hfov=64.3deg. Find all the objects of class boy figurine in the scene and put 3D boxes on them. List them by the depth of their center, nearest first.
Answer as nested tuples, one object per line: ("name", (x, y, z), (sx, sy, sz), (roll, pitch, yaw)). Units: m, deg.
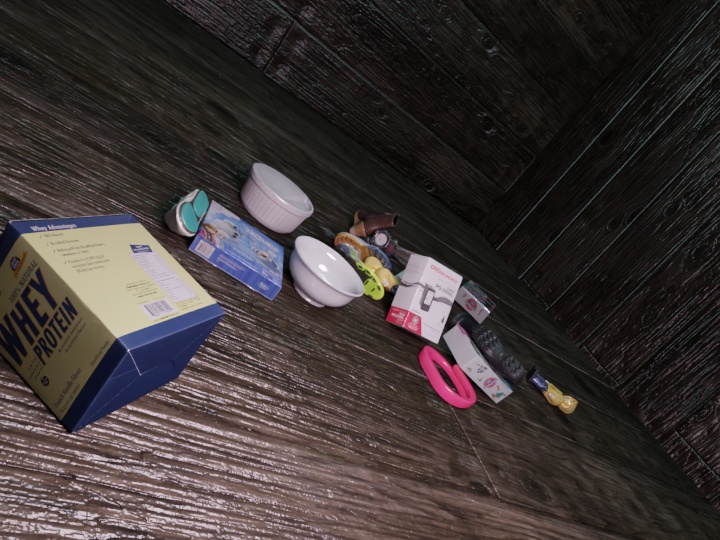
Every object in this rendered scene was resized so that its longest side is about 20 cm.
("boy figurine", (0.076, 0.038, 1.660), (0.200, 0.065, 0.124), (44, 4, 17))
("boy figurine", (0.679, 0.430, 2.026), (0.199, 0.065, 0.124), (40, 15, 7))

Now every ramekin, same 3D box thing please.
("ramekin", (-0.229, -0.186, 1.530), (0.201, 0.095, 0.203), (36, 17, -13))

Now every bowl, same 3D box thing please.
("bowl", (-0.094, 0.019, 1.331), (0.200, 0.091, 0.202), (36, 19, -14))

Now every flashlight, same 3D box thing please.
("flashlight", (0.085, -0.085, 1.945), (0.068, 0.067, 0.200), (55, 2, 16))

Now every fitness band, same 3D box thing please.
("fitness band", (0.221, 0.276, 1.481), (0.142, 0.038, 0.201), (25, 22, -34))

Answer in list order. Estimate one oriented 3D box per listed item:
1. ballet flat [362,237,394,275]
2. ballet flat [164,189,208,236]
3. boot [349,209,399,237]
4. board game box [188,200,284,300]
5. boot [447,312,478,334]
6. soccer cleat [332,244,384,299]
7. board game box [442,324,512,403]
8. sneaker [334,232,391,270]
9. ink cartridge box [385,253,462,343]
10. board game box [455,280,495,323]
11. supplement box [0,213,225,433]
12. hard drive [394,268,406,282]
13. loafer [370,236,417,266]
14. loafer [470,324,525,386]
("ballet flat", (0.055, -0.025, 1.806), (0.201, 0.057, 0.066), (51, 21, 27))
("ballet flat", (-0.354, -0.110, 1.147), (0.069, 0.070, 0.201), (35, 17, -16))
("boot", (0.058, -0.171, 1.983), (0.201, 0.163, 0.073), (-66, 141, -63))
("board game box", (-0.256, -0.048, 1.228), (0.199, 0.044, 0.200), (34, 17, -20))
("boot", (0.385, 0.227, 1.865), (0.168, 0.077, 0.199), (49, 12, 35))
("soccer cleat", (0.000, -0.001, 1.619), (0.200, 0.065, 0.083), (44, 20, 13))
("board game box", (0.334, 0.265, 1.636), (0.200, 0.064, 0.148), (44, 13, -32))
("sneaker", (0.014, -0.060, 1.760), (0.199, 0.076, 0.088), (35, 14, -4))
("ink cartridge box", (0.176, 0.075, 1.565), (0.144, 0.203, 0.083), (27, -8, -34))
("board game box", (0.451, 0.122, 2.257), (0.147, 0.064, 0.200), (44, 19, 11))
("supplement box", (-0.318, 0.049, 0.712), (0.200, 0.135, 0.200), (43, 18, 8))
("hard drive", (0.163, 0.061, 1.817), (0.133, 0.026, 0.200), (62, 19, 1))
("loafer", (0.128, -0.085, 2.094), (0.199, 0.063, 0.072), (35, 18, -19))
("loafer", (0.373, 0.236, 1.589), (0.067, 0.071, 0.201), (-25, 56, -21))
